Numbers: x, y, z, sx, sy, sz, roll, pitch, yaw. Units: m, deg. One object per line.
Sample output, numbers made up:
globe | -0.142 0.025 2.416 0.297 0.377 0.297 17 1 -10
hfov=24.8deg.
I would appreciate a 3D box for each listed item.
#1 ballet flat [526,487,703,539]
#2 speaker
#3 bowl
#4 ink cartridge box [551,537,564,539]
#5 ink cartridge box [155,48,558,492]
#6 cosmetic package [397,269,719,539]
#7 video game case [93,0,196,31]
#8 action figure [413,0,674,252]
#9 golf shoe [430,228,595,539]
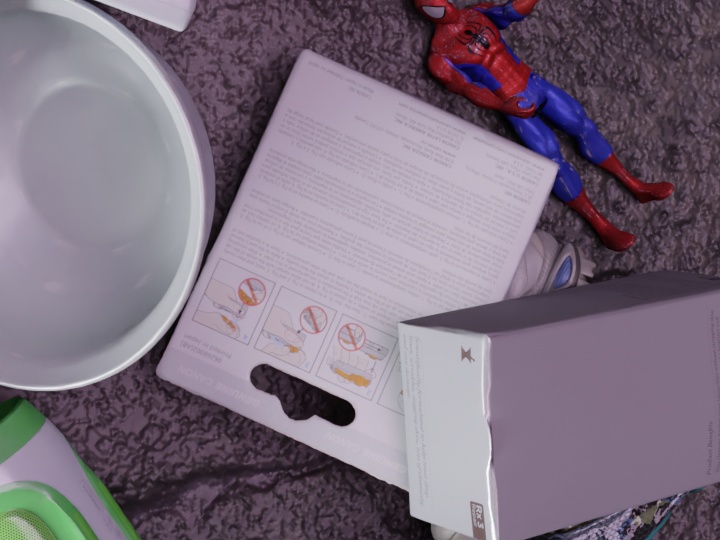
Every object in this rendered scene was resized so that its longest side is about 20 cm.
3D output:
ballet flat | 0.175 0.118 0.997 0.200 0.074 0.074 -43 105 -18
speaker | -0.151 0.168 0.854 0.088 0.088 0.200 -36 103 -18
bowl | -0.151 -0.047 0.828 0.200 0.090 0.202 5 104 19
ink cartridge box | 0.036 0.219 0.886 0.199 0.136 0.077 -17 95 -4
ink cartridge box | 0.000 0.000 0.913 0.162 0.050 0.201 24 86 -1
cosmetic package | 0.123 0.068 0.885 0.199 0.081 0.113 -7 99 -32
video game case | -0.184 -0.159 0.777 0.182 0.200 0.023 18 97 -21
action figure | 0.112 -0.099 0.956 0.200 0.099 0.065 42 75 -14
golf shoe | 0.062 0.066 0.958 0.097 0.078 0.201 20 77 -4
